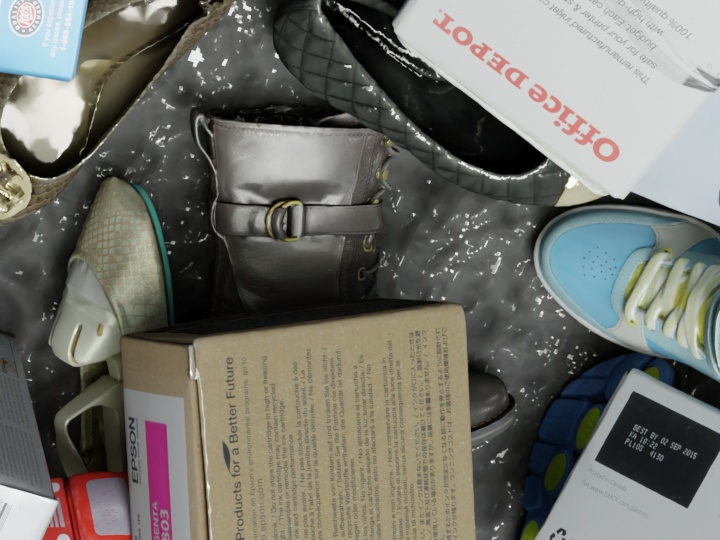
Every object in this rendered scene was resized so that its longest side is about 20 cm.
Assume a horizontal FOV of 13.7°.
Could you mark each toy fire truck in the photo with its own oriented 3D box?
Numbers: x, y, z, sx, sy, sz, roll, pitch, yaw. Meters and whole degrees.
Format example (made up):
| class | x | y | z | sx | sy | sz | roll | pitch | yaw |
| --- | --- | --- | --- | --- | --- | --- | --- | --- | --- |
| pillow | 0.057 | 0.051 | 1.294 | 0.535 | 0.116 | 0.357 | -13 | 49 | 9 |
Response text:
| class | x | y | z | sx | sy | sz | roll | pitch | yaw |
| --- | --- | --- | --- | --- | --- | --- | --- | --- | --- |
| toy fire truck | -0.100 | 0.158 | 1.532 | 0.140 | 0.049 | 0.200 | -11 | 150 | -8 |

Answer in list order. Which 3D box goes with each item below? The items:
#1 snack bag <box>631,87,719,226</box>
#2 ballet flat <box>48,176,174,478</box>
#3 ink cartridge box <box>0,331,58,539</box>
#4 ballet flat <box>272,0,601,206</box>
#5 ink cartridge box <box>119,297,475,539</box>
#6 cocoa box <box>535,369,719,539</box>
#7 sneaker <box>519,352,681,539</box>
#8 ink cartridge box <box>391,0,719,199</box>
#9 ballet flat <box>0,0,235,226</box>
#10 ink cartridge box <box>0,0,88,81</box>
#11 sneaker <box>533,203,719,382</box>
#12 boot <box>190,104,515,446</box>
| class | x | y | z | sx | sy | sz | roll | pitch | yaw |
| --- | --- | --- | --- | --- | --- | --- | --- | --- | --- |
| snack bag | 0.203 | -0.110 | 1.495 | 0.199 | 0.021 | 0.190 | 24 | 109 | 26 |
| ballet flat | -0.127 | 0.053 | 1.529 | 0.062 | 0.067 | 0.201 | -19 | 116 | -30 |
| ink cartridge box | -0.229 | 0.132 | 1.471 | 0.083 | 0.200 | 0.176 | 21 | 106 | -19 |
| ballet flat | 0.045 | -0.083 | 1.496 | 0.199 | 0.057 | 0.067 | 24 | 80 | -16 |
| ink cartridge box | -0.027 | 0.120 | 1.457 | 0.164 | 0.075 | 0.201 | -6 | 97 | -35 |
| cocoa box | 0.205 | 0.160 | 1.501 | 0.131 | 0.200 | 0.134 | 34 | 85 | -44 |
| sneaker | 0.134 | 0.136 | 1.629 | 0.082 | 0.071 | 0.201 | 1 | 111 | -34 |
| ink cartridge box | 0.131 | -0.157 | 1.439 | 0.144 | 0.084 | 0.200 | 37 | 119 | -4 |
| ballet flat | -0.131 | -0.095 | 1.484 | 0.200 | 0.046 | 0.067 | -43 | 113 | 7 |
| ink cartridge box | -0.226 | -0.177 | 1.389 | 0.199 | 0.125 | 0.129 | 7 | 110 | -15 |
| sneaker | 0.174 | 0.016 | 1.514 | 0.199 | 0.131 | 0.080 | 22 | 90 | 13 |
| boot | 0.000 | 0.000 | 1.542 | 0.199 | 0.069 | 0.175 | 5 | 103 | -21 |
